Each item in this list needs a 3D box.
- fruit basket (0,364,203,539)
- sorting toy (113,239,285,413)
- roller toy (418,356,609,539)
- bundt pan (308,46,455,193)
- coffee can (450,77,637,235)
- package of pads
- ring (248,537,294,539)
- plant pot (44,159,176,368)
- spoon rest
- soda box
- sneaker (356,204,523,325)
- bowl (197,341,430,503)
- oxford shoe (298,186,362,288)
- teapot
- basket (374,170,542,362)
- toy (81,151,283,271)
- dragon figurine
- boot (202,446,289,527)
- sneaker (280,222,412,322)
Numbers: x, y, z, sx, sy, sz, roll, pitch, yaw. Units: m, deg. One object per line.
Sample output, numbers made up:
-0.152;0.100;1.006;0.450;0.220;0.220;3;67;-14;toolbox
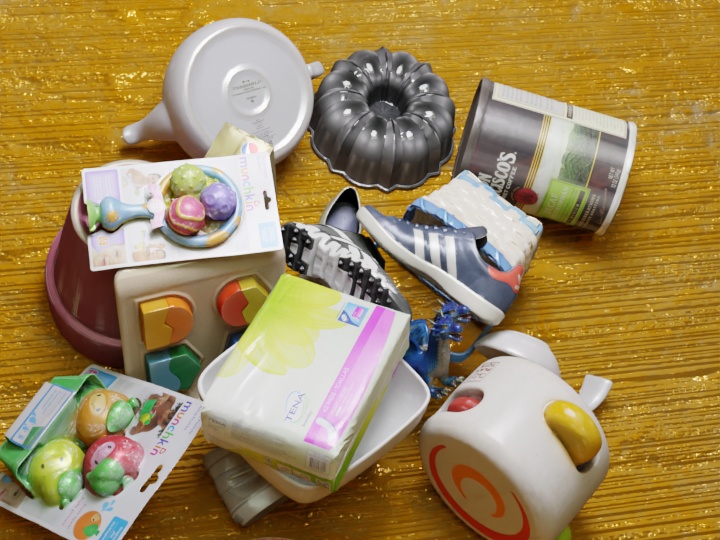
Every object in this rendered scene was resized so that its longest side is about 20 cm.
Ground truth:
-0.270;0.182;1.310;0.199;0.094;0.186;10;55;42;fruit basket
-0.165;0.067;1.385;0.183;0.202;0.037;-14;39;-17;sorting toy
0.166;0.189;1.370;0.182;0.201;0.140;32;58;29;roller toy
0.032;-0.205;1.645;0.199;0.076;0.204;4;58;-7;bundt pan
0.225;-0.141;1.598;0.198;0.147;0.148;16;58;0;coffee can
-0.055;0.105;1.288;0.153;0.069;0.201;18;50;14;package of pads
-0.090;0.373;1.318;0.198;0.019;0.202;4;59;-6;ring
-0.253;-0.019;1.426;0.197;0.180;0.202;4;60;-7;plant pot
0.207;0.119;1.447;0.199;0.099;0.061;26;80;-39;spoon rest
-0.138;-0.089;1.470;0.064;0.200;0.068;26;73;7;soda box
0.091;-0.027;1.412;0.199;0.075;0.085;35;88;9;sneaker
-0.051;0.144;1.351;0.199;0.075;0.200;-32;58;-30;bowl
-0.037;-0.009;1.518;0.070;0.074;0.202;9;59;-4;oxford shoe
-0.158;-0.210;1.582;0.199;0.146;0.199;26;79;-22;teapot
0.108;-0.003;1.500;0.176;0.140;0.200;40;57;18;basket
-0.185;-0.070;1.324;0.197;0.047;0.116;-8;69;-7;toy
0.051;0.090;1.416;0.059;0.199;0.100;-30;104;-45;dragon figurine
-0.073;0.185;1.397;0.199;0.074;0.096;-30;75;-23;boot
0.000;0.000;1.417;0.090;0.067;0.199;-12;37;-43;sneaker
